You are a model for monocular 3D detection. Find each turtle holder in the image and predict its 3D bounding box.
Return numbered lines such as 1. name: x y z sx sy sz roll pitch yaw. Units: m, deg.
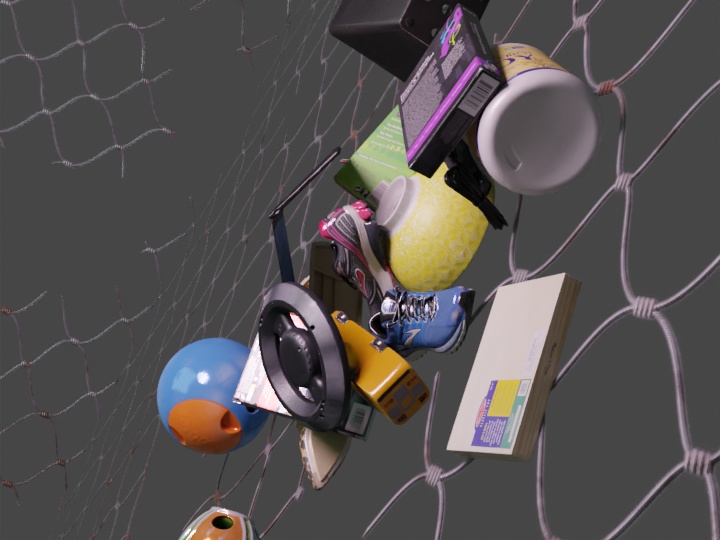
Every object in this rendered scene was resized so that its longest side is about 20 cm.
1. turtle holder: -0.196 0.427 1.456 0.140 0.186 0.132 0 61 33

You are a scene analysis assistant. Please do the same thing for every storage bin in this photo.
1. storage bin: -0.080 0.083 1.555 0.200 0.093 0.199 135 143 -52

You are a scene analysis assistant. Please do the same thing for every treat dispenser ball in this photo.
1. treat dispenser ball: -0.252 0.218 1.730 0.201 0.200 0.201 -51 23 32

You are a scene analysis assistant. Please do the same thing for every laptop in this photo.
1. laptop: -0.064 -0.063 1.400 0.200 0.116 0.187 -44 7 5

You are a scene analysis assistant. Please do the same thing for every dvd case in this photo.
1. dvd case: -0.063 0.142 1.385 0.022 0.199 0.147 63 -138 -64

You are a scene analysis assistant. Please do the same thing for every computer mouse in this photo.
1. computer mouse: 0.118 -0.144 1.260 0.046 0.140 0.201 -30 47 20

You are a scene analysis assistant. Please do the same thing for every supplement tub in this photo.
1. supplement tub: 0.189 -0.186 1.180 0.146 0.145 0.200 -58 21 17

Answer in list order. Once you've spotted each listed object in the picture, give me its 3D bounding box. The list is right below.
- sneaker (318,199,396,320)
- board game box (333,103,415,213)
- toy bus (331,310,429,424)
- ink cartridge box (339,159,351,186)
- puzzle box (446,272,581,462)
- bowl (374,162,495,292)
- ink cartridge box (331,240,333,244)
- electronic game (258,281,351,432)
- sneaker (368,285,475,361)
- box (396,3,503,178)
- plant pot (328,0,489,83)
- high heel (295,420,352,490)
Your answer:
1. sneaker: 0.000 0.000 1.379 0.074 0.201 0.081 -21 25 -6
2. board game box: 0.061 -0.179 1.453 0.200 0.095 0.030 -50 -22 -6
3. toy bus: 0.005 0.122 1.296 0.065 0.078 0.200 -44 31 -9
4. ink cartridge box: 0.029 -0.130 1.578 0.051 0.109 0.200 -63 19 -2
5. puzzle box: 0.162 0.105 1.064 0.133 0.025 0.201 -16 51 65
6. bowl: 0.084 -0.072 1.367 0.200 0.107 0.201 -52 22 31
7. ink cartridge box: -0.008 -0.022 1.646 0.200 0.039 0.100 -11 56 68
8. electronic game: -0.074 0.113 1.292 0.200 0.041 0.201 27 125 48
9. sneaker: 0.071 0.062 1.256 0.200 0.089 0.079 -32 37 56
10. box: 0.100 -0.216 1.176 0.143 0.036 0.200 -53 23 28
11. plant pot: 0.099 -0.444 1.689 0.177 0.199 0.200 25 88 60
12. high heel: -0.066 0.251 1.431 0.143 0.071 0.201 120 162 -45
